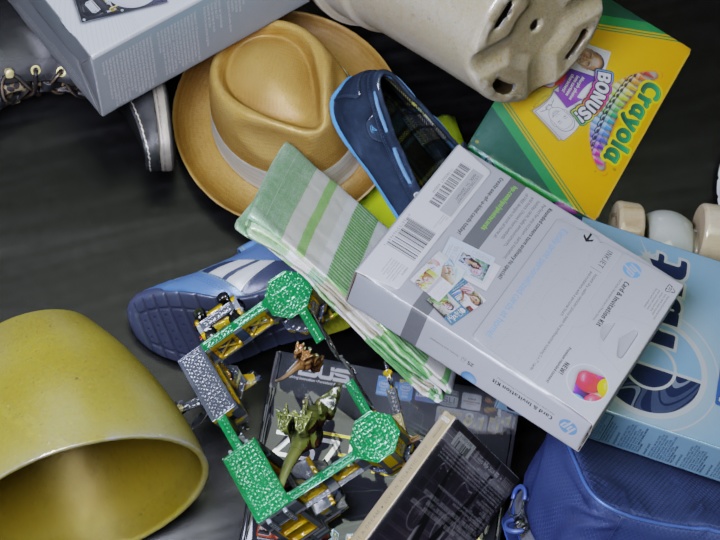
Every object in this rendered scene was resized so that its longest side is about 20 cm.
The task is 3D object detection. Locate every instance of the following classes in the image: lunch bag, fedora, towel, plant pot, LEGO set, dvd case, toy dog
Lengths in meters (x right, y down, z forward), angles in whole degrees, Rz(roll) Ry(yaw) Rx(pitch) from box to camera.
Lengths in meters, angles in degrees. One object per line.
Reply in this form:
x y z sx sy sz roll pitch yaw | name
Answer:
0.200 0.199 1.533 0.198 0.133 0.136 13 29 -16 | lunch bag
-0.062 -0.136 1.640 0.199 0.082 0.202 -3 67 6 | fedora
0.000 0.000 1.538 0.200 0.153 0.023 41 116 -8 | towel
-0.227 0.115 1.526 0.198 0.200 0.143 -17 62 -10 | plant pot
-0.041 0.110 1.523 0.154 0.116 0.200 -41 64 0 | LEGO set
0.085 -0.235 1.608 0.200 0.201 0.183 -36 54 -14 | plant pot
0.031 0.207 1.490 0.016 0.149 0.201 33 84 31 | dvd case
0.231 0.034 1.648 0.131 0.096 0.201 27 88 -1 | toy dog

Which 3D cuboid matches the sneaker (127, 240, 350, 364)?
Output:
-0.085 0.019 1.617 0.198 0.074 0.083 -10 33 11 | sneaker

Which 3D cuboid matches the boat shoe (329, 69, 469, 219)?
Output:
0.055 -0.069 1.587 0.200 0.069 0.084 43 57 -15 | boat shoe

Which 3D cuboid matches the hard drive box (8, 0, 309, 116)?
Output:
-0.163 -0.238 1.613 0.199 0.077 0.156 -32 62 -19 | hard drive box

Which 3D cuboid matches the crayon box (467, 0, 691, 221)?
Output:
0.173 -0.128 1.670 0.118 0.058 0.201 31 61 2 | crayon box

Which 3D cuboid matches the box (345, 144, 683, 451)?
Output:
0.113 0.016 1.482 0.199 0.041 0.156 31 53 10 | box

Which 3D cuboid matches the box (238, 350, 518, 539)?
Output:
0.015 0.161 1.598 0.198 0.049 0.163 11 72 -1 | box

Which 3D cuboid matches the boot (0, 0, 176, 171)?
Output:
-0.236 -0.153 1.650 0.149 0.073 0.201 -16 71 -10 | boot

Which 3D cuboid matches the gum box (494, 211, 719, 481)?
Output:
0.213 0.056 1.533 0.198 0.045 0.171 18 53 -2 | gum box

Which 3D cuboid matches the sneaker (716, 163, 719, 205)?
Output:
0.335 -0.030 1.663 0.074 0.087 0.202 -2 73 -4 | sneaker

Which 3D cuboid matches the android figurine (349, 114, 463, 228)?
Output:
0.066 -0.023 1.659 0.181 0.041 0.201 -18 74 -11 | android figurine
